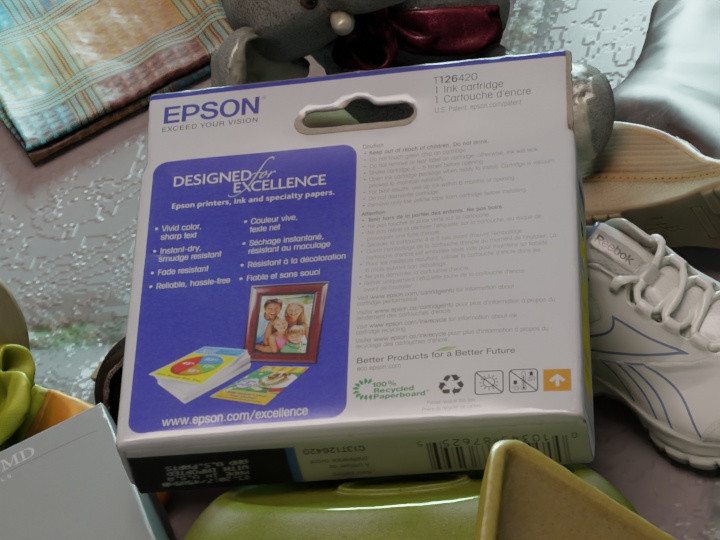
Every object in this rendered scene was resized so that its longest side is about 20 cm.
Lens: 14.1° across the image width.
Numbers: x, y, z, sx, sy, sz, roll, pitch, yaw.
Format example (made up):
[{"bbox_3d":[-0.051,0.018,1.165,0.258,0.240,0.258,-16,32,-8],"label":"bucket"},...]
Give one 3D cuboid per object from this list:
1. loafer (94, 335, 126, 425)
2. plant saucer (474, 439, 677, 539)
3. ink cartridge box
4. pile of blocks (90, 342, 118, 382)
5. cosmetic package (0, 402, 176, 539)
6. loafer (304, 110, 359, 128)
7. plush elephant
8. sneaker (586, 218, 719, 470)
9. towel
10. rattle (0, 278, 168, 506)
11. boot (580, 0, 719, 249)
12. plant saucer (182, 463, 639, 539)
[{"bbox_3d":[-0.031,0.052,1.309,0.200,0.073,0.071,-7,16,16],"label":"loafer"},{"bbox_3d":[0.105,0.187,1.069,0.048,0.200,0.200,-43,23,37],"label":"plant saucer"},{"bbox_3d":[0.000,0.000,1.268,0.197,0.047,0.200,-5,49,9],"label":"ink cartridge box"},{"bbox_3d":[-0.036,0.011,1.389,0.200,0.062,0.082,-35,26,25],"label":"pile of blocks"},{"bbox_3d":[-0.119,0.161,1.254,0.107,0.090,0.200,-27,41,-3],"label":"cosmetic package"},{"bbox_3d":[-0.024,-0.064,1.493,0.076,0.068,0.200,22,55,42],"label":"loafer"},{"bbox_3d":[0.003,-0.135,1.381,0.200,0.165,0.155,0,0,32],"label":"plush elephant"},{"bbox_3d":[0.131,0.026,1.298,0.200,0.087,0.075,18,50,38],"label":"sneaker"},{"bbox_3d":[-0.162,-0.145,1.695,0.146,0.022,0.200,-29,38,-8],"label":"towel"},{"bbox_3d":[-0.196,0.039,1.342,0.130,0.200,0.143,-34,40,-16],"label":"rattle"},{"bbox_3d":[0.200,-0.078,1.396,0.200,0.072,0.167,1,47,33],"label":"boot"},{"bbox_3d":[0.019,0.101,1.210,0.200,0.031,0.200,-5,2,0],"label":"plant saucer"}]
